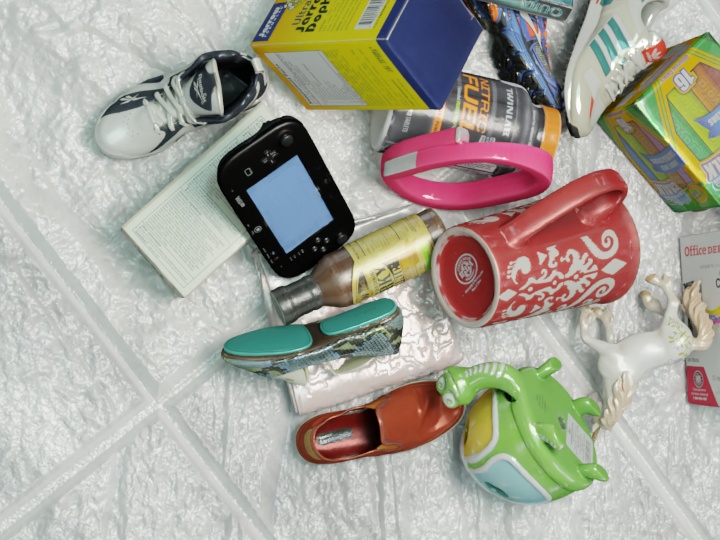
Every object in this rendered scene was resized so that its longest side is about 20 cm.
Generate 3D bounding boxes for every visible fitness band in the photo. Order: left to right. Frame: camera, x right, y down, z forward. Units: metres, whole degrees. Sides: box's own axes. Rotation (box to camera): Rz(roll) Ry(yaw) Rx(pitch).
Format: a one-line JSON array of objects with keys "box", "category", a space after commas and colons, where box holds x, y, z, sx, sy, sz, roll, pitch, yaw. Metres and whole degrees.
[{"box": [0.110, -0.106, 1.355, 0.143, 0.199, 0.038, 18, 71, -41], "category": "fitness band"}]

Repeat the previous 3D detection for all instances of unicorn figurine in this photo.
[{"box": [0.305, 0.093, 1.435, 0.199, 0.074, 0.138, -31, 62, 23], "category": "unicorn figurine"}]

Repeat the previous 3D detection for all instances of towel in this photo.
[{"box": [-0.003, 0.041, 1.410, 0.198, 0.032, 0.193, -17, 92, -11], "category": "towel"}]

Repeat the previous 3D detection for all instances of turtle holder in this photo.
[{"box": [0.170, 0.179, 1.375, 0.185, 0.131, 0.142, 25, 44, -46], "category": "turtle holder"}]

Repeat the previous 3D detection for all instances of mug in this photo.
[{"box": [0.184, -0.031, 1.355, 0.199, 0.133, 0.179, -13, 119, -35], "category": "mug"}]

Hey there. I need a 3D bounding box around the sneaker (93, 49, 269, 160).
[{"box": [-0.184, -0.178, 1.328, 0.198, 0.130, 0.080, -17, 90, -12], "category": "sneaker"}]

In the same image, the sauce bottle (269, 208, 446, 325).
[{"box": [0.000, 0.000, 1.364, 0.199, 0.065, 0.065, -26, 93, -10], "category": "sauce bottle"}]

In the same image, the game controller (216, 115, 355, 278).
[{"box": [-0.075, -0.071, 1.308, 0.104, 0.042, 0.200, -42, 141, -10], "category": "game controller"}]

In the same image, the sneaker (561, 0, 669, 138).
[{"box": [0.289, -0.238, 1.427, 0.093, 0.070, 0.201, 11, 69, 24], "category": "sneaker"}]

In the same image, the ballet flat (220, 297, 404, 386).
[{"box": [-0.047, 0.088, 1.355, 0.198, 0.074, 0.075, -13, 91, -6], "category": "ballet flat"}]

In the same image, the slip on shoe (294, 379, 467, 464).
[{"box": [0.027, 0.169, 1.397, 0.198, 0.061, 0.075, -13, 89, -13], "category": "slip on shoe"}]

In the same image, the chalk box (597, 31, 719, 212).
[{"box": [0.390, -0.147, 1.448, 0.124, 0.124, 0.200, -45, 97, -9], "category": "chalk box"}]

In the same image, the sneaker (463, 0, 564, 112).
[{"box": [0.186, -0.270, 1.438, 0.078, 0.075, 0.201, -28, 96, -14], "category": "sneaker"}]

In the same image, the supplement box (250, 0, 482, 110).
[{"box": [0.004, -0.241, 1.313, 0.109, 0.199, 0.110, 45, 63, -40], "category": "supplement box"}]

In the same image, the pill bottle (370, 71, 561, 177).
[{"box": [0.118, -0.163, 1.402, 0.198, 0.106, 0.107, 10, 86, -12], "category": "pill bottle"}]

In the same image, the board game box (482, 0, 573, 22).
[{"box": [0.139, -0.354, 1.403, 0.198, 0.028, 0.136, 13, 59, -9], "category": "board game box"}]

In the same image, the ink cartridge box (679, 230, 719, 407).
[{"box": [0.432, 0.054, 1.440, 0.085, 0.148, 0.202, -4, 88, -13], "category": "ink cartridge box"}]

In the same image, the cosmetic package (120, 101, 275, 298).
[{"box": [-0.149, -0.073, 1.361, 0.200, 0.073, 0.104, -42, 97, -10], "category": "cosmetic package"}]
